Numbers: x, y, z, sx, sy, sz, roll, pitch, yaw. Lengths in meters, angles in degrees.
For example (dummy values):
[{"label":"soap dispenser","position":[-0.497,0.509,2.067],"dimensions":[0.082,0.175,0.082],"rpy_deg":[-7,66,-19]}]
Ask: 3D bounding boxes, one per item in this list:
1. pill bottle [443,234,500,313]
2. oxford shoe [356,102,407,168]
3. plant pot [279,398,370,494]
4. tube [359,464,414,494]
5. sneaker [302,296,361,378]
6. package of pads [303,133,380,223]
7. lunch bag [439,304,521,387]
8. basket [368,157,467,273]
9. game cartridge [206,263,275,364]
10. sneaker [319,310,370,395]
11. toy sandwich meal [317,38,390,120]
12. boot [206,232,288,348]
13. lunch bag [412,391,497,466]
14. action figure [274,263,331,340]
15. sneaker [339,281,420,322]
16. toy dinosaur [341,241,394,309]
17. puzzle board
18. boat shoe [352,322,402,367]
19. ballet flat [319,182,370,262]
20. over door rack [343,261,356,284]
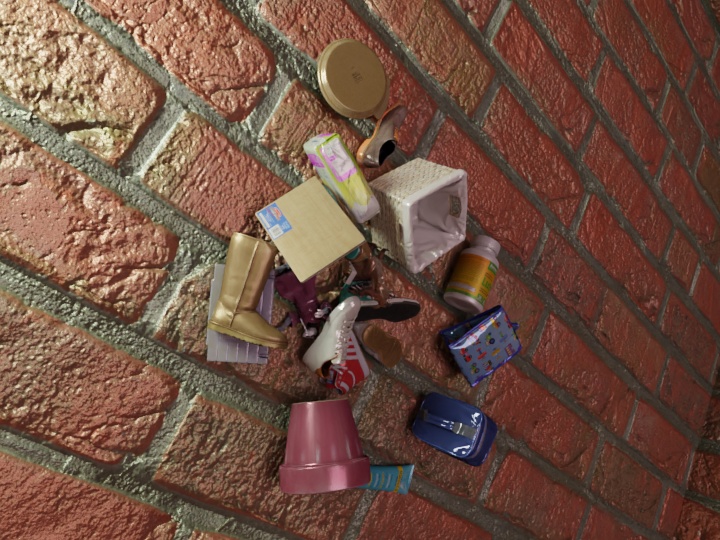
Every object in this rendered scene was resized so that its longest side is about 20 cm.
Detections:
[{"label":"pill bottle","position":[0.316,0.008,1.419],"dimensions":[0.111,0.111,0.200],"rpy_deg":[33,73,-29]},{"label":"oxford shoe","position":[0.072,-0.329,1.265],"dimensions":[0.200,0.073,0.071],"rpy_deg":[-59,142,-14]},{"label":"plant pot","position":[-0.082,0.378,1.126],"dimensions":[0.200,0.200,0.180],"rpy_deg":[5,72,-34]},{"label":"tube","position":[0.058,0.526,1.300],"dimensions":[0.200,0.050,0.078],"rpy_deg":[21,87,-37]},{"label":"sneaker","position":[-0.043,0.151,1.120],"dimensions":[0.073,0.085,0.200],"rpy_deg":[4,123,-55]},{"label":"package of pads","position":[-0.042,-0.208,1.148],"dimensions":[0.068,0.154,0.200],"rpy_deg":[-34,111,-6]},{"label":"lunch bag","position":[0.344,0.196,1.401],"dimensions":[0.200,0.094,0.151],"rpy_deg":[-30,110,4]},{"label":"basket","position":[0.135,-0.138,1.236],"dimensions":[0.200,0.161,0.199],"rpy_deg":[-33,133,-29]},{"label":"game cartridge","position":[-0.248,0.090,1.063],"dimensions":[0.129,0.038,0.201],"rpy_deg":[5,88,-3]},{"label":"sneaker","position":[-0.059,0.199,1.198],"dimensions":[0.112,0.071,0.200],"rpy_deg":[-38,113,-31]},{"label":"toy sandwich meal","position":[-0.019,-0.449,1.221],"dimensions":[0.205,0.070,0.206],"rpy_deg":[-1,91,-29]},{"label":"boot","position":[-0.201,0.042,1.022],"dimensions":[0.175,0.066,0.201],"rpy_deg":[18,86,-4]},{"label":"lunch bag","position":[0.234,0.402,1.327],"dimensions":[0.132,0.200,0.136],"rpy_deg":[45,64,-45]},{"label":"action figure","position":[-0.128,0.069,1.154],"dimensions":[0.149,0.134,0.201],"rpy_deg":[-64,141,-61]},{"label":"sneaker","position":[0.037,0.061,1.229],"dimensions":[0.199,0.121,0.084],"rpy_deg":[2,134,-21]},{"label":"toy dinosaur","position":[0.000,0.000,1.166],"dimensions":[0.086,0.200,0.136],"rpy_deg":[20,92,-34]},{"label":"puzzle board","position":[-0.103,-0.086,1.033],"dimensions":[0.151,0.200,0.017],"rpy_deg":[-34,152,-7]},{"label":"boat shoe","position":[0.040,0.175,1.266],"dimensions":[0.071,0.069,0.200],"rpy_deg":[-55,139,-15]},{"label":"ballet flat","position":[-0.037,-0.099,1.086],"dimensions":[0.072,0.068,0.200],"rpy_deg":[7,44,-57]},{"label":"over door rack","position":[-0.084,-0.075,1.119],"dimensions":[0.147,0.067,0.200],"rpy_deg":[19,37,-32]}]
